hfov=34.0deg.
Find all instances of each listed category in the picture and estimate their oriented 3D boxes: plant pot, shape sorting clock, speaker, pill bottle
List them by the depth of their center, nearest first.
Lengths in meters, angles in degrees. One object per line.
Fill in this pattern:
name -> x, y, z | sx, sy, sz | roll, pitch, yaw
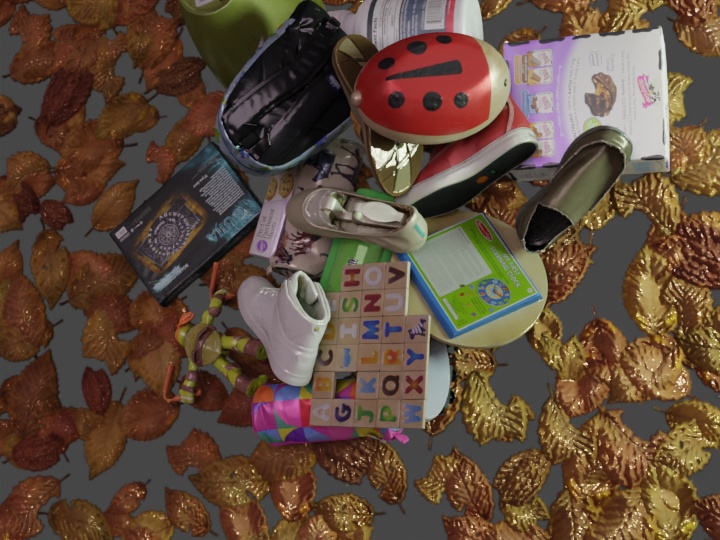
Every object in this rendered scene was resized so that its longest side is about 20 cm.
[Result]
shape sorting clock -> 0.134, 0.010, 1.463 | 0.198, 0.039, 0.201 | 1, 58, -2
speaker -> 0.000, 0.000, 1.523 | 0.088, 0.088, 0.202 | 16, 85, 20
pill bottle -> 0.053, -0.300, 1.543 | 0.198, 0.120, 0.121 | 0, 80, 18
plant pot -> -0.161, -0.348, 1.578 | 0.186, 0.200, 0.189 | -3, 79, 17

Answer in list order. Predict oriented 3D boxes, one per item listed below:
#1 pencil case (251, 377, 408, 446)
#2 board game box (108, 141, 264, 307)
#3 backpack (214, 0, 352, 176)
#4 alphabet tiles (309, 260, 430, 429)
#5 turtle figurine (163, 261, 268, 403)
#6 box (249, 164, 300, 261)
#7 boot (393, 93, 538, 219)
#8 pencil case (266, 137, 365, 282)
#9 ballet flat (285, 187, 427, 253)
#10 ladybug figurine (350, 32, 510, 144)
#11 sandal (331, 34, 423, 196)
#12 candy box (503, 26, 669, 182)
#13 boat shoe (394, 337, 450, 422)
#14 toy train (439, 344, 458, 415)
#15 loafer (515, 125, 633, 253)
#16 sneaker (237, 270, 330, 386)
pencil case -> -0.039, 0.181, 1.504 | 0.198, 0.088, 0.089 | -4, 79, 18
board game box -> -0.239, -0.064, 1.641 | 0.200, 0.028, 0.136 | -40, 71, 7
backpack -> -0.090, -0.207, 1.476 | 0.163, 0.154, 0.200 | 44, 65, -10
alphabet tiles -> 0.012, 0.090, 1.432 | 0.166, 0.008, 0.202 | -4, 77, 35
turtle figurine -> -0.190, 0.094, 1.564 | 0.160, 0.064, 0.201 | 18, 84, 31
box -> -0.100, -0.111, 1.600 | 0.041, 0.039, 0.202 | 15, 85, 22
boot -> 0.112, -0.163, 1.479 | 0.199, 0.072, 0.145 | -32, 62, 20
pencil case -> -0.061, -0.081, 1.560 | 0.089, 0.078, 0.202 | 16, 85, -1
ballet flat -> -0.012, -0.072, 1.461 | 0.199, 0.069, 0.070 | 12, 84, 22
ladybug figurine -> 0.086, -0.220, 1.384 | 0.198, 0.072, 0.137 | -15, 78, -12
sandal -> 0.016, -0.189, 1.438 | 0.080, 0.054, 0.201 | -28, 99, -26
candy box -> 0.283, -0.205, 1.477 | 0.198, 0.072, 0.169 | -2, 79, 18
boat shoe -> 0.055, 0.101, 1.470 | 0.086, 0.074, 0.203 | -33, 51, 44
toy train -> 0.103, 0.083, 1.501 | 0.045, 0.034, 0.202 | 0, 79, 30
loafer -> 0.257, -0.089, 1.420 | 0.075, 0.070, 0.200 | 28, 129, -8
sneaker -> -0.092, 0.040, 1.496 | 0.200, 0.073, 0.116 | 54, 131, 46
